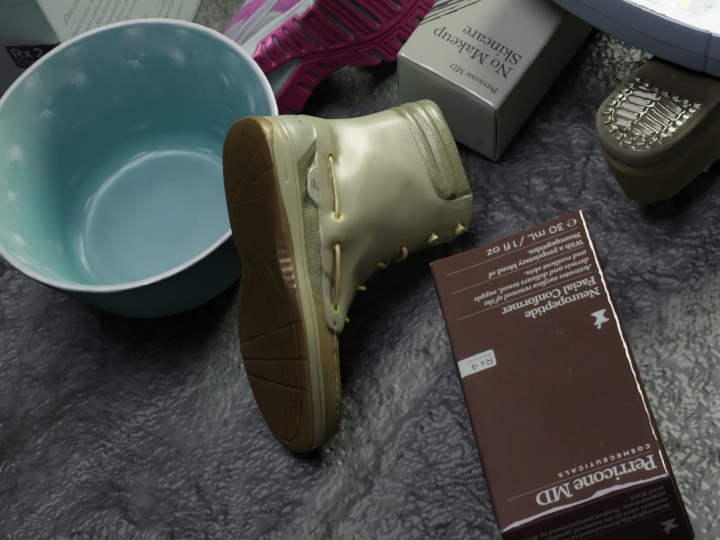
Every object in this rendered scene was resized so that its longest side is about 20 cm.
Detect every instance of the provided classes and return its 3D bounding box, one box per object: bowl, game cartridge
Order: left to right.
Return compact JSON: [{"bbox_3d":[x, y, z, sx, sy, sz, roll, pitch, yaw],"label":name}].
[{"bbox_3d":[-0.137,-0.050,1.436,0.199,0.105,0.202,-6,60,10],"label":"bowl"},{"bbox_3d":[0.193,-0.188,1.378,0.199,0.041,0.133,29,57,23],"label":"game cartridge"}]

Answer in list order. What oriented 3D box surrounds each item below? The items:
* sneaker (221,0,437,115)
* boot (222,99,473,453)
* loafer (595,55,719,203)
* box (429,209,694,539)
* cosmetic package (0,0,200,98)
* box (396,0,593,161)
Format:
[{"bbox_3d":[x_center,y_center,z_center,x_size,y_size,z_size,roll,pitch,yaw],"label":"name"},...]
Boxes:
[{"bbox_3d":[-0.028,-0.174,1.501,0.199,0.081,0.089,-30,40,18],"label":"sneaker"},{"bbox_3d":[0.000,0.000,1.361,0.155,0.202,0.073,-10,3,-38],"label":"boot"},{"bbox_3d":[0.213,-0.110,1.377,0.200,0.069,0.076,-35,57,-29],"label":"loafer"},{"bbox_3d":[0.110,0.072,1.270,0.100,0.075,0.201,-20,50,6],"label":"box"},{"bbox_3d":[-0.236,-0.196,1.541,0.164,0.200,0.166,2,54,24],"label":"cosmetic package"},{"bbox_3d":[0.108,-0.176,1.458,0.082,0.068,0.200,29,67,15],"label":"box"}]
